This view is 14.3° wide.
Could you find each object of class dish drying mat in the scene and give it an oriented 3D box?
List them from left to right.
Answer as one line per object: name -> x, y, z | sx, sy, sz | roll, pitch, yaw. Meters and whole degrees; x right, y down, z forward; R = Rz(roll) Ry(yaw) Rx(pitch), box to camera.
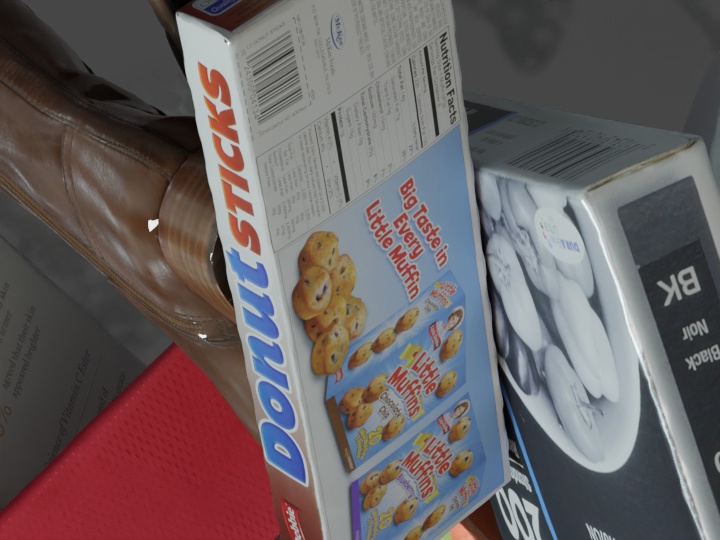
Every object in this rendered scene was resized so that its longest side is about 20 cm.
dish drying mat -> -0.057, 0.066, 0.901 | 0.077, 0.200, 0.018 | 54, 161, -27

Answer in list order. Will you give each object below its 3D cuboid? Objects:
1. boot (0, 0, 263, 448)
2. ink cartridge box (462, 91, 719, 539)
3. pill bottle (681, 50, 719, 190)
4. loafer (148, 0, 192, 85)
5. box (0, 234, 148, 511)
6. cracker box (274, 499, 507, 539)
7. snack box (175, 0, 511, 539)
boot -> -0.070, -0.017, 0.854 | 0.200, 0.064, 0.187 | 30, 159, 35
ink cartridge box -> 0.075, 0.053, 0.800 | 0.043, 0.198, 0.201 | -24, 102, -12
pill bottle -> 0.187, 0.003, 0.818 | 0.199, 0.113, 0.113 | 15, 136, -1
loafer -> -0.048, -0.119, 0.785 | 0.071, 0.063, 0.201 | -9, 132, 20
box -> -0.152, 0.059, 0.940 | 0.097, 0.125, 0.200 | -24, 124, 35
cracker box -> 0.002, 0.144, 0.974 | 0.134, 0.058, 0.200 | 46, 124, -8
snack box -> 0.000, 0.000, 0.756 | 0.024, 0.072, 0.201 | 29, 143, 37
